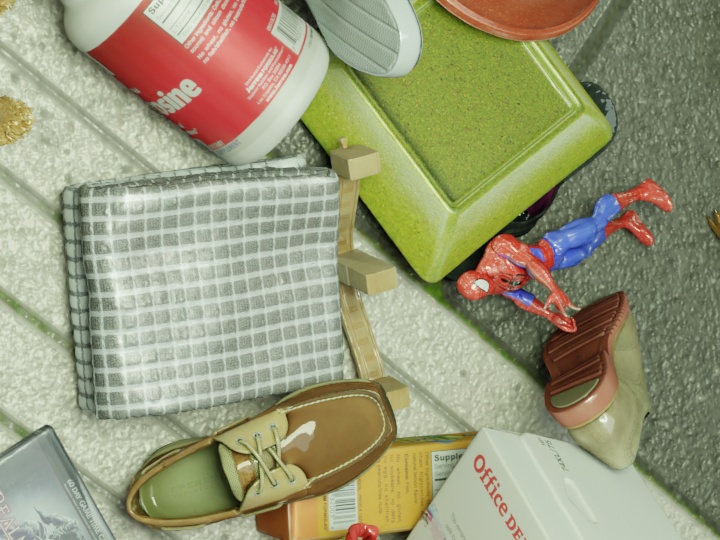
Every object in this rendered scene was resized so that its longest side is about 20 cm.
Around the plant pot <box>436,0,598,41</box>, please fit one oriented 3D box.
[{"bbox_3d":[0.145,-0.296,1.341,0.199,0.195,0.203,12,64,-25],"label":"plant pot"}]

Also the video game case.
[{"bbox_3d":[-0.261,0.219,1.297,0.199,0.019,0.144,-33,106,-20],"label":"video game case"}]

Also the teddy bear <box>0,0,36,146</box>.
[{"bbox_3d":[-0.287,-0.126,1.252,0.144,0.067,0.202,-4,87,-35],"label":"teddy bear"}]

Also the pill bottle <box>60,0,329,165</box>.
[{"bbox_3d":[-0.127,-0.171,1.294,0.200,0.112,0.113,37,76,-22],"label":"pill bottle"}]

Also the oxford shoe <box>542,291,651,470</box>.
[{"bbox_3d":[0.182,0.082,1.430,0.075,0.070,0.200,54,26,-14],"label":"oxford shoe"}]

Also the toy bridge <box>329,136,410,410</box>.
[{"bbox_3d":[0.000,0.000,1.385,0.027,0.067,0.202,-16,110,-23],"label":"toy bridge"}]

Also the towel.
[{"bbox_3d":[-0.102,0.011,1.329,0.198,0.085,0.167,-8,96,-26],"label":"towel"}]

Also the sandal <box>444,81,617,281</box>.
[{"bbox_3d":[0.125,-0.073,1.456,0.200,0.048,0.075,-46,109,-17],"label":"sandal"}]

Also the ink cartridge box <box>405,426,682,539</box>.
[{"bbox_3d":[0.119,0.240,1.357,0.145,0.147,0.201,14,120,-34],"label":"ink cartridge box"}]

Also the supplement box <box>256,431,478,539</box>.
[{"bbox_3d":[0.025,0.157,1.408,0.198,0.066,0.070,0,91,-26],"label":"supplement box"}]

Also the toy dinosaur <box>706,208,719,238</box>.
[{"bbox_3d":[0.348,-0.033,1.561,0.106,0.060,0.202,-21,101,-25],"label":"toy dinosaur"}]

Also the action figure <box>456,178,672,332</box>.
[{"bbox_3d":[0.165,0.002,1.438,0.199,0.066,0.099,-18,57,-31],"label":"action figure"}]

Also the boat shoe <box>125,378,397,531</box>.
[{"bbox_3d":[-0.071,0.135,1.302,0.199,0.074,0.076,-24,89,15],"label":"boat shoe"}]

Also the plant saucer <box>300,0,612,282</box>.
[{"bbox_3d":[0.069,-0.129,1.398,0.199,0.048,0.201,-38,92,-20],"label":"plant saucer"}]

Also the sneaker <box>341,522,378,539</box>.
[{"bbox_3d":[-0.009,0.217,1.328,0.077,0.199,0.086,-7,95,-54],"label":"sneaker"}]

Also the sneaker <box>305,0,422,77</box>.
[{"bbox_3d":[0.001,-0.201,1.319,0.070,0.200,0.073,-4,130,-32],"label":"sneaker"}]
